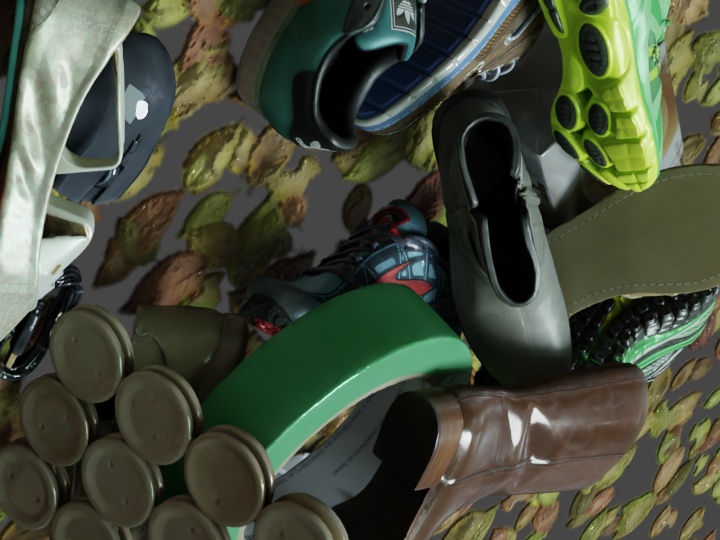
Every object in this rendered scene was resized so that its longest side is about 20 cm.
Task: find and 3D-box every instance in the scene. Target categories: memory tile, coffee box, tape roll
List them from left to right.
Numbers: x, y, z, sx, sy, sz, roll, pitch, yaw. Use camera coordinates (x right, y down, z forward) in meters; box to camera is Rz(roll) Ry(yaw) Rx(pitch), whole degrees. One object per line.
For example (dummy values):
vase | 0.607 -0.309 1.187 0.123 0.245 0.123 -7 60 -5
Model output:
memory tile | -0.104 0.124 0.827 0.017 0.200 0.154 -25 150 -53
tape roll | -0.025 0.097 0.902 0.200 0.048 0.201 -36 156 -19
coffee box | 0.149 -0.071 1.063 0.114 0.080 0.200 -41 144 -12

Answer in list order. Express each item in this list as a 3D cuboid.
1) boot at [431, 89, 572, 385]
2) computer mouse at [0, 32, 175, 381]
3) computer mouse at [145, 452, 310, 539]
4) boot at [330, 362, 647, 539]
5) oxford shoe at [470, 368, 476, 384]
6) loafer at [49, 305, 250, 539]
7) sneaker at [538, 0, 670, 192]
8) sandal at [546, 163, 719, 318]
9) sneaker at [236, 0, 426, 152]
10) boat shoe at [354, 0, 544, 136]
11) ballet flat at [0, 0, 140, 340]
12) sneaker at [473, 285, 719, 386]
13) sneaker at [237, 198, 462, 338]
boot | 0.081 -0.001 0.916 0.067 0.131 0.201 -15 107 4
computer mouse | -0.141 -0.026 0.806 0.058 0.034 0.201 -2 123 -49
computer mouse | -0.058 0.155 1.061 0.199 0.044 0.110 12 106 -47
boot | 0.074 0.136 0.955 0.199 0.064 0.187 -4 133 -45
oxford shoe | 0.049 0.084 1.081 0.071 0.071 0.200 -52 168 -9
loafer | -0.131 0.090 0.895 0.200 0.067 0.076 -56 -169 25
sneaker | 0.149 -0.128 0.902 0.084 0.074 0.201 -40 137 -27
sandal | 0.167 -0.016 1.006 0.211 0.078 0.070 -23 -176 19
sneaker | 0.010 -0.154 0.824 0.071 0.080 0.201 3 118 -50
boat shoe | 0.069 -0.145 0.909 0.200 0.072 0.072 -48 144 -7
ballet flat | -0.146 -0.040 0.748 0.062 0.068 0.201 12 116 -14
sneaker | 0.161 0.060 1.066 0.199 0.078 0.085 -29 143 -15
sneaker | 0.000 0.000 0.976 0.200 0.079 0.096 -1 108 -57
